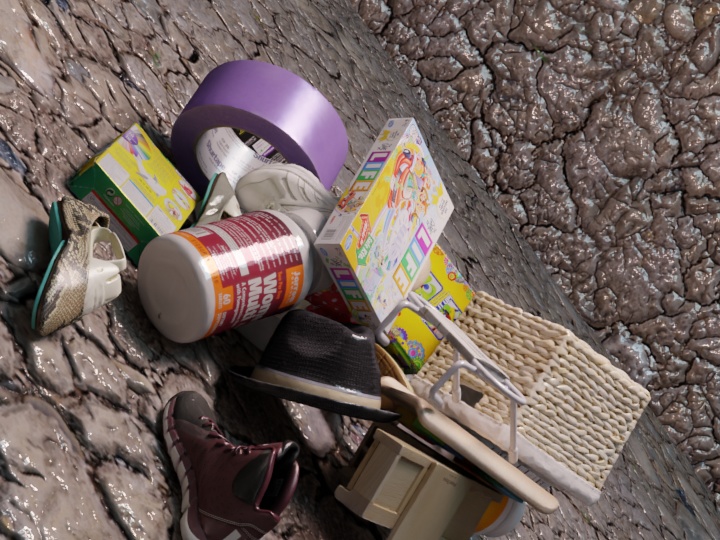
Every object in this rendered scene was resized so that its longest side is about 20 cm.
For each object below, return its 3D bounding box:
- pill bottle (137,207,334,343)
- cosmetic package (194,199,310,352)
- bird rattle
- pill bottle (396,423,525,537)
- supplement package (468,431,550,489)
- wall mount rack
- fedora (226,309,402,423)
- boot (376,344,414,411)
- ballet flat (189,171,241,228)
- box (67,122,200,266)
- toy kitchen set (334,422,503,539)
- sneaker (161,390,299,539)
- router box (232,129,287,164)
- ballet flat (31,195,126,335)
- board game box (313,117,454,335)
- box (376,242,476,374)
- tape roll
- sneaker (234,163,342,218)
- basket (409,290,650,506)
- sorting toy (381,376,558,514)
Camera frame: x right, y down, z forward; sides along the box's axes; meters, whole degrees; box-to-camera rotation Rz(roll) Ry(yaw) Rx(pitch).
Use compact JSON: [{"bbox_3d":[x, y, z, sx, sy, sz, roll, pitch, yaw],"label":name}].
[{"bbox_3d":[-0.119,-0.001,1.397,0.200,0.110,0.110,-17,69,-44],"label":"pill bottle"},{"bbox_3d":[-0.120,0.011,1.612,0.151,0.052,0.200,41,20,-36],"label":"cosmetic package"},{"bbox_3d":[0.000,0.000,1.580,0.200,0.163,0.113,-110,-175,-69],"label":"bird rattle"},{"bbox_3d":[0.120,0.258,1.672,0.200,0.111,0.111,37,22,-46],"label":"pill bottle"},{"bbox_3d":[0.163,0.224,1.874,0.200,0.109,0.114,45,18,-30],"label":"supplement package"},{"bbox_3d":[0.105,0.113,1.436,0.174,0.075,0.200,36,8,-42],"label":"wall mount rack"},{"bbox_3d":[-0.040,0.093,1.420,0.200,0.092,0.201,14,-3,1],"label":"fedora"},{"bbox_3d":[0.018,0.131,1.658,0.200,0.073,0.155,34,-2,37],"label":"boot"},{"bbox_3d":[-0.161,-0.040,1.522,0.064,0.068,0.200,21,34,-1],"label":"ballet flat"},{"bbox_3d":[-0.239,-0.089,1.490,0.117,0.048,0.200,50,18,-11],"label":"box"},{"bbox_3d":[0.002,0.241,1.424,0.180,0.163,0.200,29,-3,42],"label":"toy kitchen set"},{"bbox_3d":[-0.105,0.164,1.207,0.076,0.115,0.200,40,21,-41],"label":"sneaker"},{"bbox_3d":[-0.120,-0.150,1.854,0.149,0.051,0.200,52,-2,-4],"label":"router box"},{"bbox_3d":[-0.247,-0.007,1.226,0.075,0.068,0.200,9,28,-12],"label":"ballet flat"},{"bbox_3d":[0.030,-0.049,1.478,0.200,0.034,0.135,-61,138,-36],"label":"board game box"},{"bbox_3d":[0.044,0.025,1.795,0.193,0.122,0.200,52,-11,-4],"label":"box"},{"bbox_3d":[-0.122,-0.150,1.652,0.200,0.200,0.085,46,49,-25],"label":"tape roll"},{"bbox_3d":[-0.066,-0.053,1.535,0.200,0.078,0.099,21,45,21],"label":"sneaker"},{"bbox_3d":[0.204,0.150,1.661,0.200,0.161,0.198,34,-5,-36],"label":"basket"},{"bbox_3d":[0.105,0.188,1.460,0.185,0.037,0.200,37,-3,-12],"label":"sorting toy"}]
